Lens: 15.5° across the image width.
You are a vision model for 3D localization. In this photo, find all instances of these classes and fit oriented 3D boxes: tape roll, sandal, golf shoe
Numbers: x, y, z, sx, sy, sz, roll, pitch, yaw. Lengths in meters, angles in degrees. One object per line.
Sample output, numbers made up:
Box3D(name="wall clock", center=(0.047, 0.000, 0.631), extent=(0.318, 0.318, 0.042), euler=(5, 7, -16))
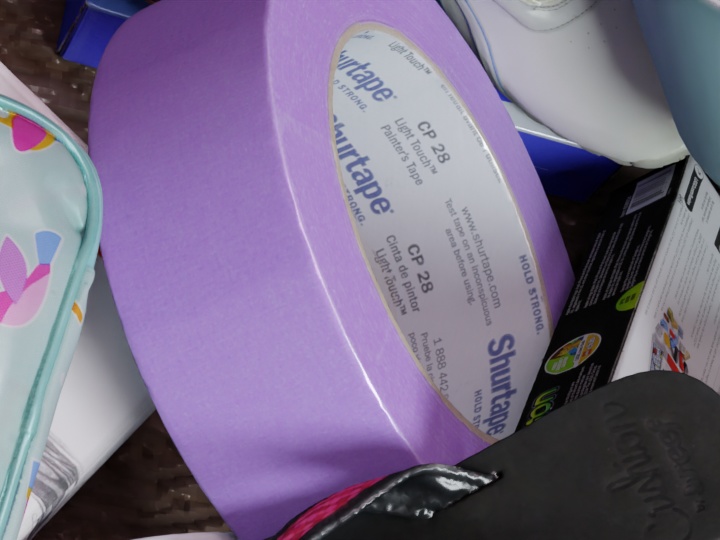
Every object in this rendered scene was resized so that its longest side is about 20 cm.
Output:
Box3D(name="tape roll", center=(0.000, 0.000, 0.807), extent=(0.200, 0.065, 0.201), euler=(48, 30, -38))
Box3D(name="sandal", center=(0.010, 0.084, 0.691), extent=(0.199, 0.045, 0.075), euler=(-31, 65, 1))
Box3D(name="golf shoe", center=(0.044, -0.110, 0.852), extent=(0.078, 0.097, 0.200), euler=(-39, 94, 13))

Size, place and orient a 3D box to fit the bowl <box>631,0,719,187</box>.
Box3D(name="bowl", center=(0.169, -0.078, 0.808), extent=(0.199, 0.106, 0.201), euler=(-1, 40, 1))

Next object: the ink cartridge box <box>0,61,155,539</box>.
Box3D(name="ink cartridge box", center=(-0.158, 0.038, 0.788), extent=(0.145, 0.084, 0.200), euler=(44, 62, 1))

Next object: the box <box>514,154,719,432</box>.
Box3D(name="box", center=(0.102, 0.056, 0.832), extent=(0.110, 0.035, 0.200), euler=(56, 29, -16))

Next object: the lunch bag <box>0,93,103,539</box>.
Box3D(name="lunch bag", center=(-0.164, 0.034, 0.695), extent=(0.160, 0.077, 0.201), euler=(21, 65, -11))

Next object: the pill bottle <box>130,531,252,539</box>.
Box3D(name="pill bottle", center=(-0.050, 0.184, 0.751), extent=(0.116, 0.116, 0.201), euler=(-4, 70, -21))

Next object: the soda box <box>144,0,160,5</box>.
Box3D(name="soda box", center=(-0.117, -0.167, 0.862), extent=(0.199, 0.070, 0.063), euler=(33, 67, 15))

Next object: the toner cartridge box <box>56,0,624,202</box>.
Box3D(name="toner cartridge box", center=(0.001, -0.097, 0.925), extent=(0.199, 0.043, 0.096), euler=(14, 66, -15))
